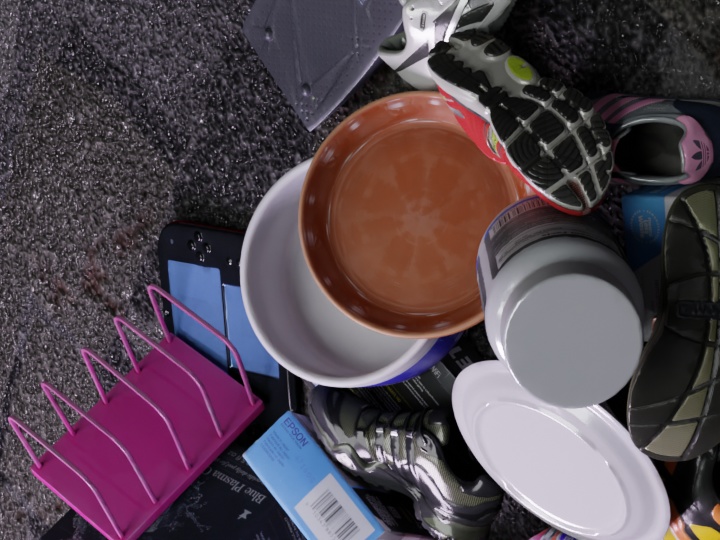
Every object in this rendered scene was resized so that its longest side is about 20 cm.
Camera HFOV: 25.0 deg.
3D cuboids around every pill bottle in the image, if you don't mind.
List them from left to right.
[{"bbox_3d":[0.144,0.020,1.170,0.113,0.200,0.115,0,107,1],"label":"pill bottle"}]

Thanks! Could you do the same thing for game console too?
[{"bbox_3d":[-0.133,0.053,1.639,0.176,0.031,0.202,12,113,42],"label":"game console"}]

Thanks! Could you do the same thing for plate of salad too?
[{"bbox_3d":[0.158,0.140,1.262,0.199,0.048,0.201,31,149,21],"label":"plate of salad"}]

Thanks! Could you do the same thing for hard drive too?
[{"bbox_3d":[-0.018,-0.231,1.417,0.135,0.042,0.200,56,134,15],"label":"hard drive"}]

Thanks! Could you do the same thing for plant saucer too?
[{"bbox_3d":[0.049,-0.044,1.315,0.199,0.032,0.202,-2,82,14],"label":"plant saucer"}]

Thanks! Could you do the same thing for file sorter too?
[{"bbox_3d":[-0.218,0.134,1.565,0.139,0.200,0.126,33,156,29],"label":"file sorter"}]

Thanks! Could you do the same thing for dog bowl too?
[{"bbox_3d":[0.000,0.000,1.397,0.199,0.079,0.202,-2,85,24],"label":"dog bowl"}]

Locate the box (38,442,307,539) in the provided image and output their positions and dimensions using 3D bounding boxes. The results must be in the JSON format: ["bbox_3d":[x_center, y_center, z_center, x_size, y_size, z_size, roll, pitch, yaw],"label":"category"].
[{"bbox_3d":[-0.174,0.272,1.614,0.196,0.200,0.118,19,142,38],"label":"box"}]

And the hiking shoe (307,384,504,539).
[{"bbox_3d":[0.047,0.144,1.398,0.199,0.076,0.101,36,117,14],"label":"hiking shoe"}]

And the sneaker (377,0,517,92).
[{"bbox_3d":[0.076,-0.222,1.284,0.088,0.074,0.200,27,128,-8],"label":"sneaker"}]

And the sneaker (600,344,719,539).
[{"bbox_3d":[0.250,0.119,1.262,0.090,0.070,0.201,-22,93,41],"label":"sneaker"}]

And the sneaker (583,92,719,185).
[{"bbox_3d":[0.192,-0.098,1.227,0.199,0.082,0.071,-1,104,45],"label":"sneaker"}]

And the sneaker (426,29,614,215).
[{"bbox_3d":[0.127,-0.106,1.232,0.200,0.077,0.085,52,170,37],"label":"sneaker"}]

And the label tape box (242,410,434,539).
[{"bbox_3d":[-0.007,0.210,1.488,0.066,0.200,0.143,-45,67,9],"label":"label tape box"}]

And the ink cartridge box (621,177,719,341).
[{"bbox_3d":[0.292,-0.004,1.172,0.199,0.066,0.117,4,107,44],"label":"ink cartridge box"}]

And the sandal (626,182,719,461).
[{"bbox_3d":[0.241,0.039,1.152,0.079,0.057,0.203,12,98,10],"label":"sandal"}]

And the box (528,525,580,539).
[{"bbox_3d":[0.182,0.315,1.369,0.094,0.102,0.201,29,124,35],"label":"box"}]

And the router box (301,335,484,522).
[{"bbox_3d":[0.039,0.104,1.470,0.200,0.051,0.149,50,130,20],"label":"router box"}]
